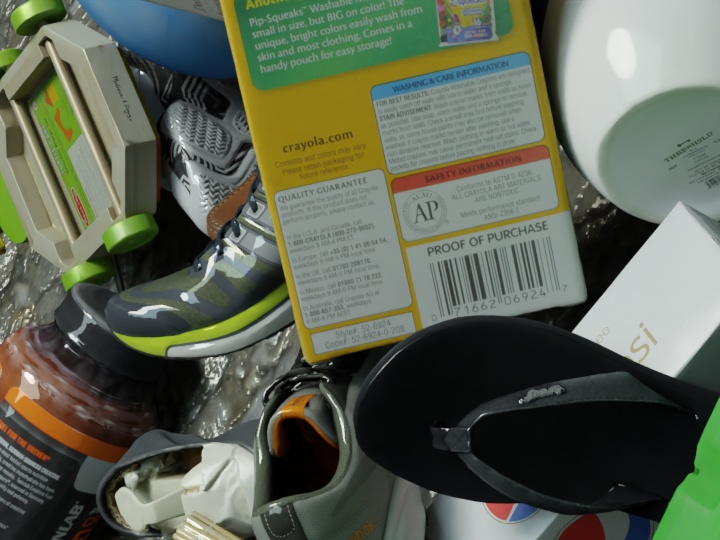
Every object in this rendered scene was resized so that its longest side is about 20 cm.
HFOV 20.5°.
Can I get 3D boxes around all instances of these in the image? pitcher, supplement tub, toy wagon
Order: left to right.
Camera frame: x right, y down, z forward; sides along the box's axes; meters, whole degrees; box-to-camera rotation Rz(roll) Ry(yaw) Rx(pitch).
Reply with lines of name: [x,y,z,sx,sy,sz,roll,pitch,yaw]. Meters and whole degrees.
supplement tub: [-0.190,0.107,1.171,0.200,0.107,0.107,-56,37,13]
toy wagon: [-0.185,-0.066,1.205,0.200,0.039,0.156,-37,73,54]
pitcher: [0.157,-0.130,0.873,0.171,0.121,0.201,-34,35,32]

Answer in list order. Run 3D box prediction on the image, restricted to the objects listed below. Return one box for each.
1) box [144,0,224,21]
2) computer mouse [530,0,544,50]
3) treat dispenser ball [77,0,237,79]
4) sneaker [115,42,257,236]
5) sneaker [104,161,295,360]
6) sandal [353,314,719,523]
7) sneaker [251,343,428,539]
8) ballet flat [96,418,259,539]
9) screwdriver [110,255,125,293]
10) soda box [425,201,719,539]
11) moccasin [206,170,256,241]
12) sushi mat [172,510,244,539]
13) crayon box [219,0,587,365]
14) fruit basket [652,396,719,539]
box: [-0.054,-0.244,0.930,0.171,0.200,0.200,16,72,16]
computer mouse: [0.055,-0.151,0.927,0.046,0.140,0.201,-5,105,17]
treat dispenser ball: [-0.079,-0.211,1.137,0.201,0.200,0.202,-28,50,39]
sneaker: [-0.118,-0.070,1.217,0.115,0.075,0.200,-52,44,33]
sneaker: [-0.034,-0.024,0.927,0.199,0.081,0.074,-25,16,9]
sandal: [0.094,0.066,0.783,0.043,0.199,0.076,-51,-29,-73]
sneaker: [-0.007,0.062,0.886,0.074,0.079,0.201,-22,35,21]
ballet flat: [-0.077,0.118,1.051,0.200,0.073,0.073,-7,64,51]
screwdriver: [-0.163,-0.031,1.290,0.028,0.029,0.200,-47,44,23]
soda box: [0.109,0.073,0.850,0.200,0.068,0.064,-53,39,17]
moccasin: [0.004,-0.078,0.998,0.201,0.078,0.074,-36,36,-7]
sushi mat: [-0.038,0.192,0.941,0.199,0.012,0.096,24,76,34]
crayon box: [0.015,-0.073,0.846,0.125,0.201,0.052,-12,15,1]
fruit basket: [0.215,0.071,0.671,0.216,0.155,0.216,-53,22,32]
